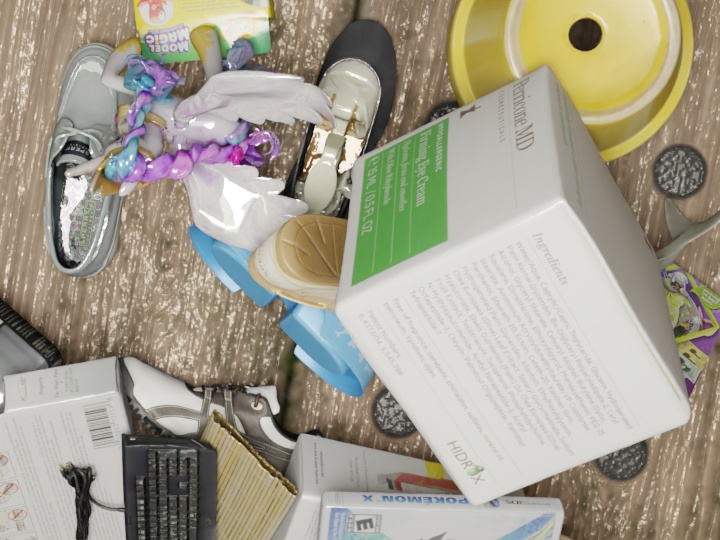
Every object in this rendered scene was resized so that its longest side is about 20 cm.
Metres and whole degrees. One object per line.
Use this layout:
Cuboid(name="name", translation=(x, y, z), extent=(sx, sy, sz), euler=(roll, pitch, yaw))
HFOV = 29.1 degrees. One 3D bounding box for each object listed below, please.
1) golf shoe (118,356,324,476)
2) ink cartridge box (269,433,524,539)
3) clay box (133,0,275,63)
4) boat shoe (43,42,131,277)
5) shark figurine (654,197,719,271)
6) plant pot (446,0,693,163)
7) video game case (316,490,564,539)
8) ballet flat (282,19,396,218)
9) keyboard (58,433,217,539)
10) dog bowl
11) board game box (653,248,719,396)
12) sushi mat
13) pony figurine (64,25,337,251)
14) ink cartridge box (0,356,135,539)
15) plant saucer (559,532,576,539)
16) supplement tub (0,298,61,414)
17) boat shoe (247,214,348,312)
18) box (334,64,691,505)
Cuboid(name="golf shoe", translation=(-0.120, 0.121, 1.189), extent=(0.200, 0.078, 0.095), euler=(38, 92, -12))
Cuboid(name="ink cartridge box", translation=(0.026, 0.232, 1.147), extent=(0.199, 0.084, 0.146), euler=(14, 118, -12))
Cuboid(name="clay box", translation=(-0.136, -0.277, 1.161), extent=(0.114, 0.048, 0.201), euler=(-5, 97, 3))
Cuboid(name="boat shoe", translation=(-0.228, -0.092, 1.169), extent=(0.070, 0.072, 0.202), euler=(5, 94, 2))
Cuboid(name="shark figurine", translation=(0.200, -0.024, 1.106), extent=(0.214, 0.090, 0.129), euler=(8, 71, -16))
Cuboid(name="plant pot", translation=(0.169, -0.179, 1.091), extent=(0.200, 0.189, 0.202), euler=(0, 95, 3))
Cuboid(name="video game case", translation=(0.052, 0.256, 1.069), extent=(0.181, 0.022, 0.201), euler=(3, 119, -7))
Cuboid(name="ballet flat", translation=(-0.017, -0.113, 1.163), extent=(0.073, 0.073, 0.201), euler=(19, 95, 0))
Cuboid(name="keyboard", translation=(-0.182, 0.203, 1.144), extent=(0.127, 0.021, 0.200), euler=(5, 134, -2))
Cuboid(name="dog bowl", translation=(-0.056, 0.019, 1.159), extent=(0.200, 0.111, 0.050), euler=(45, 73, -2))
Cuboid(name="board game box", translation=(0.205, 0.021, 1.154), extent=(0.200, 0.032, 0.120), euler=(36, 68, -6))
Cuboid(name="sushi mat", translation=(-0.112, 0.195, 1.147), extent=(0.096, 0.200, 0.012), euler=(41, 52, 10))
Cuboid(name="pony figurine", translation=(-0.121, -0.111, 1.076), extent=(0.192, 0.200, 0.167), euler=(6, 127, -6))
Cuboid(name="ink cartridge box", translation=(-0.269, 0.164, 1.140), extent=(0.173, 0.044, 0.200), euler=(-9, 136, -6))
Cuboid(name="plant saucer", translation=(0.107, 0.277, 1.114), extent=(0.199, 0.030, 0.201), euler=(-3, 119, -5))
Cuboid(name="supplement tub", translation=(-0.361, 0.053, 1.163), extent=(0.200, 0.123, 0.123), euler=(41, 95, -2))
Cuboid(name="boat shoe", translation=(0.000, 0.000, 1.092), extent=(0.199, 0.069, 0.074), euler=(15, 68, -38))
Cuboid(name="box", translation=(0.105, 0.009, 0.968), extent=(0.171, 0.199, 0.200), euler=(-24, 118, 19))
